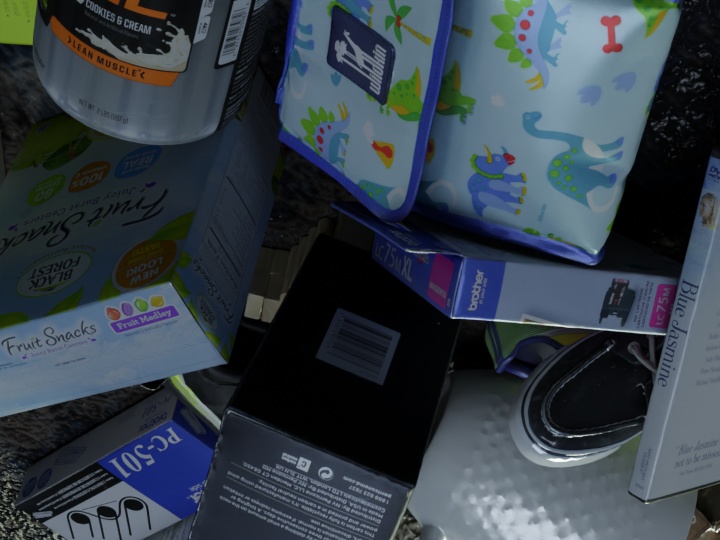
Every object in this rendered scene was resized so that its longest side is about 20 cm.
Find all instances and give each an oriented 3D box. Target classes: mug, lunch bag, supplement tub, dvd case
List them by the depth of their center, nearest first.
[{"bbox_3d":[-0.094,-0.174,0.651,0.121,0.124,0.201,16,133,-5],"label":"supplement tub"},{"bbox_3d":[0.056,-0.117,0.683,0.197,0.128,0.172,17,130,7],"label":"lunch bag"},{"bbox_3d":[0.222,0.028,0.743,0.141,0.017,0.203,-5,112,-40],"label":"dvd case"},{"bbox_3d":[0.110,0.171,0.894,0.174,0.202,0.148,27,156,-4],"label":"mug"}]

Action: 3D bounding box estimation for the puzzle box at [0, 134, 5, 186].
[{"bbox_3d":[-0.259,-0.002,0.841,0.025,0.134,0.202,10,134,1],"label":"puzzle box"}]

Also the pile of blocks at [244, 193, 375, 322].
[{"bbox_3d":[0.000,0.000,0.844,0.082,0.063,0.199,39,129,-25],"label":"pile of blocks"}]

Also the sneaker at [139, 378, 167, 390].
[{"bbox_3d":[-0.168,0.049,0.882,0.085,0.075,0.199,47,146,-8],"label":"sneaker"}]

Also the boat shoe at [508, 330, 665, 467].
[{"bbox_3d":[0.183,0.057,0.796,0.198,0.073,0.068,-20,166,-15],"label":"boat shoe"}]

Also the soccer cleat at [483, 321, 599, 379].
[{"bbox_3d":[0.169,0.075,0.868,0.198,0.084,0.065,24,133,-13],"label":"soccer cleat"}]

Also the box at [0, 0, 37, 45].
[{"bbox_3d":[-0.268,-0.190,0.721,0.197,0.048,0.123,4,133,7],"label":"box"}]

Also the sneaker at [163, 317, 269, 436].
[{"bbox_3d":[-0.066,0.089,0.929,0.199,0.072,0.082,39,136,-24],"label":"sneaker"}]

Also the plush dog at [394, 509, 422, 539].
[{"bbox_3d":[0.101,0.281,1.001,0.199,0.162,0.171,31,154,-18],"label":"plush dog"}]

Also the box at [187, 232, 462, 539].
[{"bbox_3d":[-0.025,0.113,0.755,0.103,0.201,0.184,22,121,2],"label":"box"}]

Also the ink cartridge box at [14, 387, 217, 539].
[{"bbox_3d":[-0.178,0.163,1.045,0.199,0.045,0.094,-31,123,33],"label":"ink cartridge box"}]

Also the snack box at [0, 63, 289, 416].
[{"bbox_3d":[-0.138,-0.023,0.750,0.166,0.202,0.068,-15,130,22],"label":"snack box"}]

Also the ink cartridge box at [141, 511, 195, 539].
[{"bbox_3d":[-0.140,0.265,1.065,0.083,0.146,0.199,38,129,-26],"label":"ink cartridge box"}]

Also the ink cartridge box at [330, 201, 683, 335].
[{"bbox_3d":[0.089,-0.002,0.746,0.197,0.119,0.043,8,103,-24],"label":"ink cartridge box"}]

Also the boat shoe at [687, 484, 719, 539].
[{"bbox_3d":[0.255,0.187,0.968,0.071,0.073,0.202,10,135,2],"label":"boat shoe"}]
